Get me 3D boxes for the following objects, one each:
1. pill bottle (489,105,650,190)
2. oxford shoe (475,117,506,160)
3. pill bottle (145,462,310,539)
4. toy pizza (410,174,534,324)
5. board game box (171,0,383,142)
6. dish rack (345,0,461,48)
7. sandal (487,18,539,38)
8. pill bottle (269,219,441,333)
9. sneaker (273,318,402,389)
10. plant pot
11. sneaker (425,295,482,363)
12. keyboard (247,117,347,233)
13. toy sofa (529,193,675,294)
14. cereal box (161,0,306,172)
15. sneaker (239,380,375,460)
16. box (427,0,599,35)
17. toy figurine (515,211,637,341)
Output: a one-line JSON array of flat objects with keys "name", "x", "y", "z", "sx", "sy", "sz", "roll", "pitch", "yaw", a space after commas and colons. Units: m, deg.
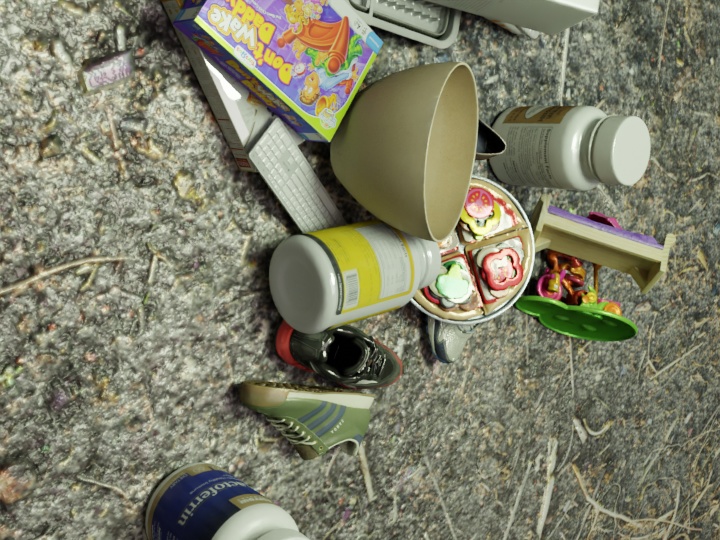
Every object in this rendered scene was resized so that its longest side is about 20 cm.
[{"name": "pill bottle", "x": 0.284, "y": -0.168, "z": 1.121, "sx": 0.114, "sy": 0.200, "sz": 0.115, "roll": -9, "pitch": 104, "yaw": -39}, {"name": "oxford shoe", "x": 0.110, "y": -0.193, "z": 1.053, "sx": 0.200, "sy": 0.073, "sz": 0.072, "roll": 13, "pitch": 91, "yaw": -40}, {"name": "pill bottle", "x": -0.134, "y": 0.288, "z": 0.862, "sx": 0.115, "sy": 0.200, "sz": 0.116, "roll": -9, "pitch": 105, "yaw": -39}, {"name": "toy pizza", "x": 0.137, "y": -0.030, "z": 1.073, "sx": 0.199, "sy": 0.032, "sz": 0.201, "roll": 1, "pitch": 86, "yaw": -10}, {"name": "board game box", "x": -0.078, "y": -0.246, "z": 0.850, "sx": 0.200, "sy": 0.045, "sz": 0.135, "roll": 37, "pitch": 74, "yaw": -39}, {"name": "dish rack", "x": 0.047, "y": -0.369, "z": 0.985, "sx": 0.200, "sy": 0.043, "sz": 0.172, "roll": 5, "pitch": 95, "yaw": -40}, {"name": "sandal", "x": 0.178, "y": -0.374, "z": 1.080, "sx": 0.206, "sy": 0.059, "sz": 0.079, "roll": 18, "pitch": 82, "yaw": -49}, {"name": "pill bottle", "x": 0.000, "y": 0.000, "z": 0.963, "sx": 0.200, "sy": 0.112, "sz": 0.112, "roll": -14, "pitch": 108, "yaw": -42}, {"name": "sneaker", "x": -0.008, "y": 0.109, "z": 1.000, "sx": 0.200, "sy": 0.098, "sz": 0.071, "roll": 26, "pitch": 80, "yaw": -41}, {"name": "plant pot", "x": 0.044, "y": -0.142, "z": 0.939, "sx": 0.200, "sy": 0.134, "sz": 0.201, "roll": 11, "pitch": 90, "yaw": -70}, {"name": "sneaker", "x": 0.156, "y": 0.035, "z": 1.125, "sx": 0.077, "sy": 0.085, "sz": 0.201, "roll": 23, "pitch": 85, "yaw": -48}, {"name": "keyboard", "x": -0.066, "y": -0.087, "z": 0.939, "sx": 0.056, "sy": 0.011, "sz": 0.200, "roll": -51, "pitch": 140, "yaw": -16}, {"name": "toy sofa", "x": 0.348, "y": -0.050, "z": 1.198, "sx": 0.083, "sy": 0.199, "sz": 0.098, "roll": 96, "pitch": 14, "yaw": -64}, {"name": "cereal box", "x": -0.108, "y": -0.227, "z": 0.885, "sx": 0.144, "sy": 0.039, "sz": 0.200, "roll": -39, "pitch": 121, "yaw": -27}, {"name": "sneaker", "x": -0.063, "y": 0.185, "z": 0.987, "sx": 0.200, "sy": 0.067, "sz": 0.090, "roll": 13, "pitch": 85, "yaw": -44}, {"name": "box", "x": 0.174, "y": -0.379, "z": 0.944, "sx": 0.199, "sy": 0.106, "sz": 0.153, "roll": 11, "pitch": 89, "yaw": -15}, {"name": "toy figurine", "x": 0.346, "y": -0.006, "z": 1.280, "sx": 0.199, "sy": 0.150, "sz": 0.185, "roll": 19, "pitch": 72, "yaw": -16}]
